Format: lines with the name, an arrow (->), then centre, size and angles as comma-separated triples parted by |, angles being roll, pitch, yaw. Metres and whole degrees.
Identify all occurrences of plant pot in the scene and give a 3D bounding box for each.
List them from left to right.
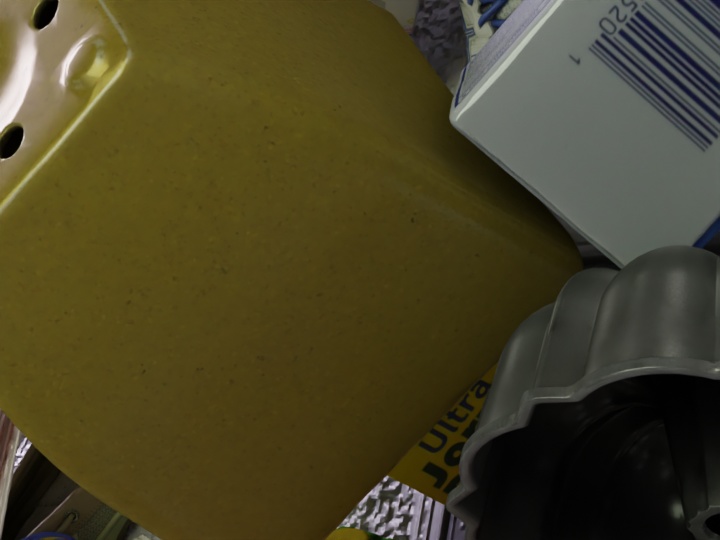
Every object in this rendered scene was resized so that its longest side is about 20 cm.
plant pot -> -0.075, -0.028, 0.786 | 0.194, 0.200, 0.196 | -47, 46, 13

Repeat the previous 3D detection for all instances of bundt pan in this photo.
bundt pan -> 0.134, 0.060, 0.719 | 0.201, 0.202, 0.076 | -19, 45, 34

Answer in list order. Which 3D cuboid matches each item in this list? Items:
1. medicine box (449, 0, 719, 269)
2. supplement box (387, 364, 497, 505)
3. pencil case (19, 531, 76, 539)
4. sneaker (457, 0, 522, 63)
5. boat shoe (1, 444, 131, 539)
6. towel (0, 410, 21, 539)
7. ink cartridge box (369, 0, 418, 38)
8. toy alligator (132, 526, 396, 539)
medicine box -> 0.132, -0.105, 0.797 | 0.182, 0.103, 0.200 | -49, 3, 11
supplement box -> 0.000, 0.000, 0.926 | 0.109, 0.109, 0.200 | -52, 43, 8
pencil case -> -0.102, 0.191, 0.940 | 0.078, 0.087, 0.200 | -33, 35, -29
sneaker -> 0.063, -0.141, 0.962 | 0.075, 0.088, 0.201 | -29, 52, 25
boat shoe -> -0.141, 0.090, 1.037 | 0.073, 0.063, 0.201 | 32, 91, 46
towel -> -0.227, 0.079, 1.035 | 0.200, 0.032, 0.192 | 0, 73, 51
ink cartridge box -> -0.013, -0.154, 1.008 | 0.200, 0.067, 0.117 | 102, 163, -53
toy alligator -> -0.028, 0.135, 0.923 | 0.200, 0.060, 0.054 | 7, 31, 46
